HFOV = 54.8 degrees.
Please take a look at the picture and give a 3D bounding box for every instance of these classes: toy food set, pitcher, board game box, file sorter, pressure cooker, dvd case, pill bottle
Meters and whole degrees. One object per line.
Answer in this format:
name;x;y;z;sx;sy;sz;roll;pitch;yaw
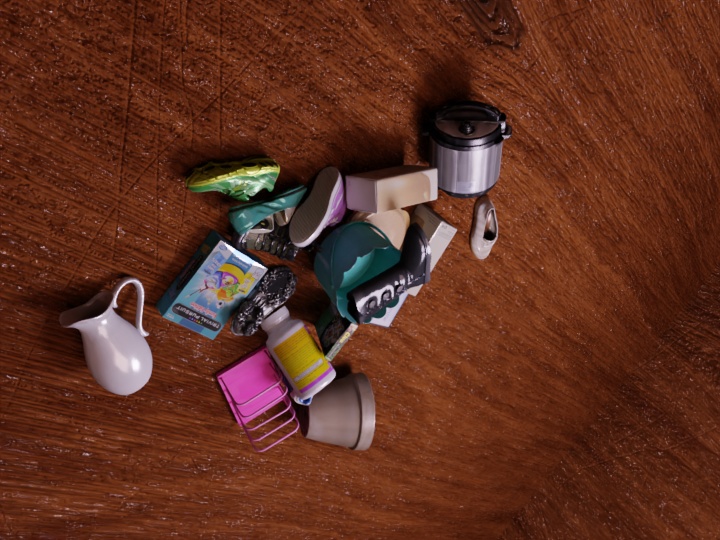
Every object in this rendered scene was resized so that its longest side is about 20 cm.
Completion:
toy food set;0.028;-0.085;1.663;0.201;0.049;0.197;-50;138;4
pitcher;-0.474;0.130;1.378;0.171;0.120;0.203;-40;129;-29
board game box;-0.313;0.035;1.476;0.201;0.047;0.150;-52;138;5
file sorter;-0.241;0.318;1.691;0.137;0.125;0.203;-29;135;-17
pressure cooker;0.242;-0.291;1.581;0.173;0.178;0.203;-28;138;-22
board game box;-0.061;0.131;1.652;0.023;0.200;0.106;33;99;-19
dvd case;0.041;0.075;1.817;0.197;0.018;0.145;16;109;-45
pill bottle;-0.149;0.186;1.598;0.103;0.202;0.104;-33;-179;1

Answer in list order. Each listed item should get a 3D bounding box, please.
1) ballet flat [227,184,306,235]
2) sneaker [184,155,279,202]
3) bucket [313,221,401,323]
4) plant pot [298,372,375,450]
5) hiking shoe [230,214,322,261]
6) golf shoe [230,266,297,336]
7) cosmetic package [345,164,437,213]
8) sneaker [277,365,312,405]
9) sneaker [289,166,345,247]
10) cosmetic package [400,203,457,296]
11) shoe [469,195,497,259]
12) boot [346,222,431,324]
ballet flat;-0.184;-0.119;1.426;0.198;0.067;0.072;-26;103;-39
sneaker;-0.245;-0.170;1.356;0.196;0.074;0.085;-12;124;-33
bucket;0.000;0.000;1.567;0.204;0.135;0.211;-22;133;-25
plant pot;-0.070;0.377;1.850;0.169;0.201;0.204;2;122;-20
hiking shoe;-0.174;-0.066;1.465;0.196;0.101;0.077;-10;135;-36
golf shoe;-0.225;0.067;1.565;0.078;0.094;0.200;51;58;-9
cosmetic package;0.071;-0.183;1.541;0.197;0.104;0.073;-17;112;-39
sneaker;-0.149;0.231;1.684;0.079;0.146;0.204;-18;132;-26
sneaker;-0.080;-0.110;1.493;0.203;0.071;0.115;-61;153;-28
cosmetic package;0.142;-0.052;1.741;0.070;0.105;0.203;19;106;-43
shoe;0.339;-0.106;1.896;0.069;0.053;0.203;-26;134;-21
boot;0.055;0.007;1.477;0.197;0.066;0.168;-27;133;-16
